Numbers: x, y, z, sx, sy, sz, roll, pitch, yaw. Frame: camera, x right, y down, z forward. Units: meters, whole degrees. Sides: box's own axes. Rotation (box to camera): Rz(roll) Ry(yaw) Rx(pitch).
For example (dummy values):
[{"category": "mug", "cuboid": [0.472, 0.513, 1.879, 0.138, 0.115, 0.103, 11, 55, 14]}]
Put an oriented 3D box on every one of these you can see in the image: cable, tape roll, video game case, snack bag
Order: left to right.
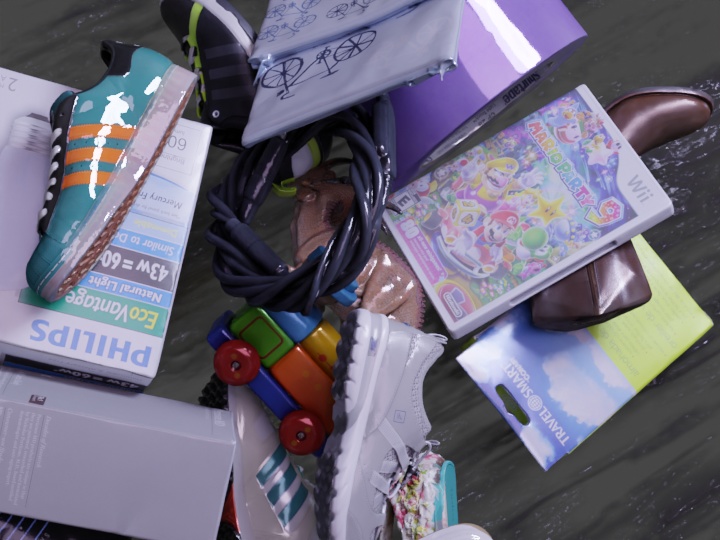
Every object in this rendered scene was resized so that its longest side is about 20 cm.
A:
[{"category": "cable", "cuboid": [-0.047, -0.049, 1.177, 0.051, 0.163, 0.200, 47, 31, -41]}, {"category": "snack bag", "cuboid": [-0.004, -0.181, 1.208, 0.021, 0.188, 0.200, 53, 32, -33]}, {"category": "tape roll", "cuboid": [0.075, -0.155, 1.289, 0.200, 0.200, 0.085, -37, 86, -20]}, {"category": "video game case", "cuboid": [0.128, -0.050, 1.307, 0.200, 0.018, 0.143, -30, 56, 0]}]

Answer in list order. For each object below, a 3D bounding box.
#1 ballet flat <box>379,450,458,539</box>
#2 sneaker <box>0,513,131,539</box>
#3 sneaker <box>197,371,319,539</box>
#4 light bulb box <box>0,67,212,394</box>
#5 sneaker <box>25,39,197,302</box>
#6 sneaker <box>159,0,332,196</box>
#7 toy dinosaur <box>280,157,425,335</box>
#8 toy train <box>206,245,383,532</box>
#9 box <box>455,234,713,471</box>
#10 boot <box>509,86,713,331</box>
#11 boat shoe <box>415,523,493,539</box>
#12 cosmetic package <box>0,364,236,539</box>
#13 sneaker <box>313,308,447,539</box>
[{"category": "ballet flat", "cuboid": [0.047, 0.241, 1.262, 0.064, 0.076, 0.201, -8, 71, 15]}, {"category": "sneaker", "cuboid": [-0.264, 0.200, 1.181, 0.199, 0.070, 0.078, 4, 68, -14]}, {"category": "sneaker", "cuboid": [-0.068, 0.169, 1.249, 0.093, 0.070, 0.200, -2, 75, -31]}, {"category": "light bulb box", "cuboid": [-0.232, -0.023, 1.216, 0.198, 0.125, 0.201, 14, 72, -11]}, {"category": "sneaker", "cuboid": [-0.192, -0.073, 1.141, 0.080, 0.071, 0.200, 27, 65, -2]}, {"category": "sneaker", "cuboid": [-0.107, -0.144, 1.296, 0.083, 0.072, 0.200, -38, 76, -17]}, {"category": "toy dinosaur", "cuboid": [0.000, 0.000, 1.290, 0.200, 0.086, 0.136, 46, 70, 0]}, {"category": "toy train", "cuboid": [-0.008, 0.085, 1.206, 0.116, 0.085, 0.200, -41, 99, 12]}, {"category": "box", "cuboid": [0.179, 0.061, 1.341, 0.200, 0.048, 0.122, -38, 87, -20]}, {"category": "boot", "cuboid": [0.215, -0.046, 1.320, 0.186, 0.064, 0.200, -15, 53, 8]}, {"category": "boat shoe", "cuboid": [0.012, 0.248, 1.176, 0.200, 0.069, 0.071, -27, 112, 0]}, {"category": "cosmetic package", "cuboid": [-0.190, 0.128, 1.142, 0.199, 0.107, 0.090, 9, 96, -9]}, {"category": "sneaker", "cuboid": [0.017, 0.131, 1.145, 0.082, 0.075, 0.201, 8, 96, -11]}]
